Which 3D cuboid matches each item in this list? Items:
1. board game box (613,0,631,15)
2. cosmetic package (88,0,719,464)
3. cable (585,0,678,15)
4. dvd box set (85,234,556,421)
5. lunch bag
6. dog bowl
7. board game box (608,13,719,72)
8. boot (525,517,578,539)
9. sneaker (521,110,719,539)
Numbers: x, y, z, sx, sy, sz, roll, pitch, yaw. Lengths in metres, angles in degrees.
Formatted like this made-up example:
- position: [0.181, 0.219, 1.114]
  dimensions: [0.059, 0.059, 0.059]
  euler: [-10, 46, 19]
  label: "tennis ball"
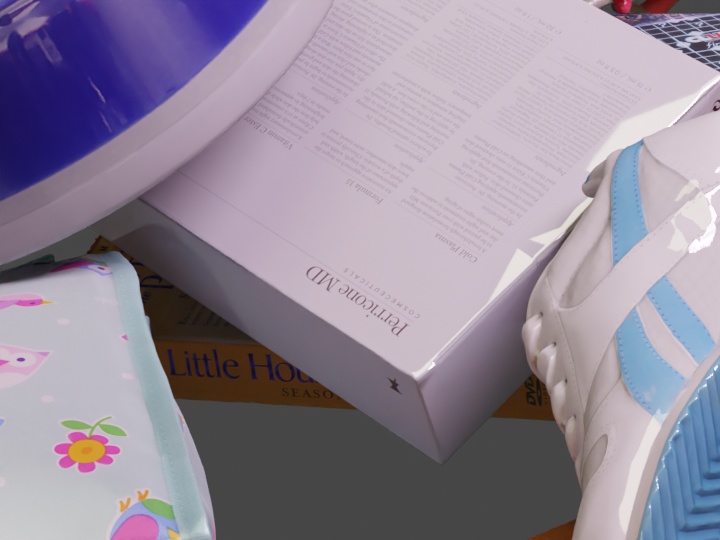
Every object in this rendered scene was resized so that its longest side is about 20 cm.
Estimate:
- position: [0.069, -0.128, 1.064]
  dimensions: [0.199, 0.158, 0.039]
  euler: [-24, 59, 25]
  label: "board game box"
- position: [0.003, -0.043, 0.965]
  dimensions: [0.151, 0.052, 0.200]
  euler: [-42, 52, -21]
  label: "cosmetic package"
- position: [0.167, -0.163, 1.188]
  dimensions: [0.199, 0.097, 0.050]
  euler: [-33, 58, -1]
  label: "cable"
- position: [0.000, 0.000, 1.037]
  dimensions: [0.199, 0.030, 0.147]
  euler: [2, 31, 17]
  label: "dvd box set"
- position: [-0.131, 0.075, 0.858]
  dimensions: [0.169, 0.122, 0.200]
  euler: [-14, 36, -7]
  label: "lunch bag"
- position: [-0.109, -0.090, 0.941]
  dimensions: [0.199, 0.079, 0.200]
  euler: [-25, 28, 15]
  label: "dog bowl"
- position: [0.075, -0.050, 1.039]
  dimensions: [0.199, 0.035, 0.136]
  euler: [1, 31, 15]
  label: "board game box"
- position: [0.084, 0.077, 0.877]
  dimensions: [0.199, 0.069, 0.188]
  euler: [-29, 42, -18]
  label: "boot"
- position: [0.089, 0.037, 0.823]
  dimensions: [0.080, 0.077, 0.201]
  euler: [-15, 37, 32]
  label: "sneaker"
